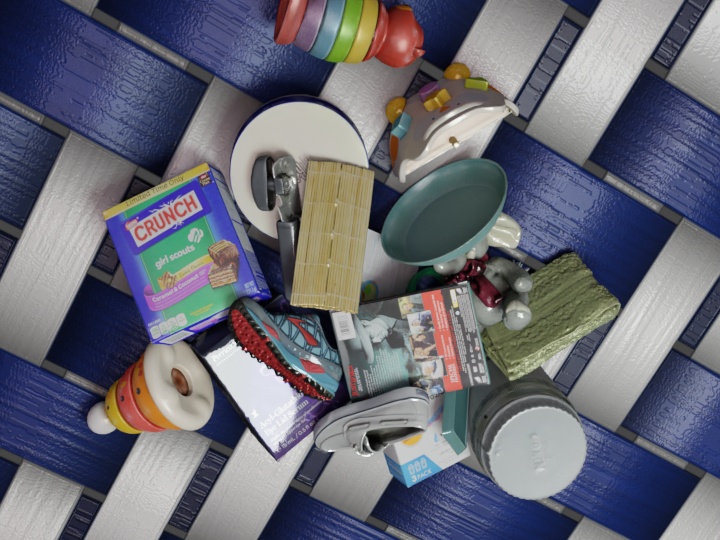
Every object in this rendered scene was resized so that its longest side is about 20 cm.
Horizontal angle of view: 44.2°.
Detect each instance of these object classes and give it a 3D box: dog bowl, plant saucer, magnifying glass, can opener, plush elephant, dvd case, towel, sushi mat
[{"bbox_3d":[-0.086,-0.144,1.256,0.197,0.079,0.203,-1,106,-4],"label":"dog bowl"},{"bbox_3d":[0.144,0.164,1.302,0.019,0.202,0.070,-10,140,24],"label":"plant saucer"},{"bbox_3d":[0.077,0.078,1.303,0.080,0.022,0.201,43,60,-12],"label":"magnifying glass"},{"bbox_3d":[-0.107,-0.059,1.221,0.066,0.053,0.203,5,110,28],"label":"can opener"},{"bbox_3d":[0.160,0.001,1.267,0.155,0.200,0.164,48,133,-12],"label":"plush elephant"},{"bbox_3d":[0.067,0.103,1.218,0.198,0.022,0.148,-12,99,12],"label":"dvd case"},{"bbox_3d":[0.121,-0.074,1.237,0.199,0.201,0.036,-35,122,6],"label":"plant saucer"},{"bbox_3d":[0.268,0.066,1.313,0.199,0.149,0.037,-34,133,3],"label":"towel"},{"bbox_3d":[-0.037,-0.046,1.194,0.094,0.012,0.203,9,80,-12],"label":"sushi mat"}]

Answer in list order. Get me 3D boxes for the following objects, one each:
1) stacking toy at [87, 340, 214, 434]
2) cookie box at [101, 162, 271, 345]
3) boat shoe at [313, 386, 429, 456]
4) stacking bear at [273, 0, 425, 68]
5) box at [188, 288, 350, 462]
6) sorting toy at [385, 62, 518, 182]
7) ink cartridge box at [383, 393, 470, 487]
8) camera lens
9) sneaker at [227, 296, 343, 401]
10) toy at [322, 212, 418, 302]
[{"bbox_3d":[-0.332,0.199,1.327,0.199,0.146,0.147,-28,107,20],"label":"stacking toy"},{"bbox_3d":[-0.243,-0.022,1.243,0.170,0.075,0.202,-25,79,4],"label":"cookie box"},{"bbox_3d":[0.010,0.222,1.227,0.199,0.066,0.073,-31,134,34],"label":"boat shoe"},{"bbox_3d":[-0.008,-0.333,1.196,0.198,0.122,0.115,13,103,-16],"label":"stacking bear"},{"bbox_3d":[-0.133,0.148,1.303,0.148,0.104,0.201,-38,107,-14],"label":"box"},{"bbox_3d":[0.121,-0.202,1.201,0.199,0.180,0.108,-30,106,4],"label":"sorting toy"},{"bbox_3d":[0.077,0.200,1.313,0.114,0.068,0.202,-23,106,-19],"label":"ink cartridge box"},{"bbox_3d":[0.234,0.225,1.320,0.158,0.200,0.162,-2,107,-7],"label":"camera lens"},{"bbox_3d":[-0.100,0.091,1.225,0.200,0.079,0.096,45,54,-27],"label":"sneaker"},{"bbox_3d":[0.000,0.000,1.281,0.199,0.047,0.117,22,82,-47],"label":"toy"}]
